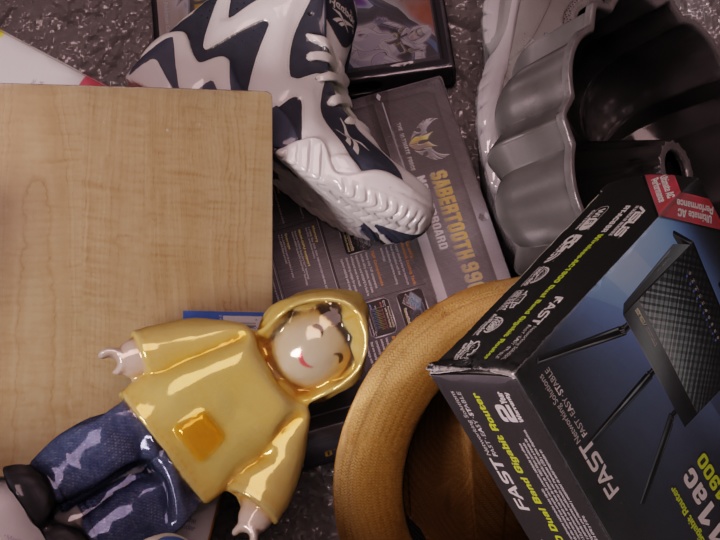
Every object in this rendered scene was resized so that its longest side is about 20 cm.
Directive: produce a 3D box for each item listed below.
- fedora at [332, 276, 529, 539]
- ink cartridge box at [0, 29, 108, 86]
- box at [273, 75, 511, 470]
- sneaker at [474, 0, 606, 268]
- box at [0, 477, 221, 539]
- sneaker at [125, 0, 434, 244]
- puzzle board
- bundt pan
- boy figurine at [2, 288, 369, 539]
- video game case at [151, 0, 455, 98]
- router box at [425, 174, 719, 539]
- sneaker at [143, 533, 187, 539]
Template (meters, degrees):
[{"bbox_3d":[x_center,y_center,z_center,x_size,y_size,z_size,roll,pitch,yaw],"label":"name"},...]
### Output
[{"bbox_3d":[0.070,0.086,1.022,0.200,0.201,0.082,-19,26,-5],"label":"fedora"},{"bbox_3d":[-0.221,-0.062,1.129,0.200,0.083,0.145,29,86,20],"label":"ink cartridge box"},{"bbox_3d":[0.000,0.000,1.120,0.158,0.048,0.201,-16,62,-4],"label":"box"},{"bbox_3d":[0.109,-0.094,1.145,0.082,0.075,0.201,0,62,7],"label":"sneaker"},{"bbox_3d":[-0.128,0.092,1.037,0.119,0.041,0.201,16,80,-10],"label":"box"},{"bbox_3d":[-0.020,-0.108,1.106,0.199,0.080,0.130,28,76,30],"label":"sneaker"},{"bbox_3d":[-0.120,0.005,1.019,0.150,0.017,0.201,1,85,-13],"label":"puzzle board"},{"bbox_3d":[0.141,-0.046,1.069,0.076,0.202,0.203,-15,54,41],"label":"bundt pan"},{"bbox_3d":[-0.073,0.079,0.983,0.200,0.064,0.125,-31,90,-10],"label":"boy figurine"},{"bbox_3d":[-0.042,-0.192,1.239,0.180,0.026,0.201,-8,62,1],"label":"video game case"},{"bbox_3d":[0.139,0.077,0.935,0.150,0.200,0.062,-44,24,-30],"label":"router box"},{"bbox_3d":[-0.031,0.198,0.865,0.111,0.077,0.201,-28,75,34],"label":"sneaker"}]
